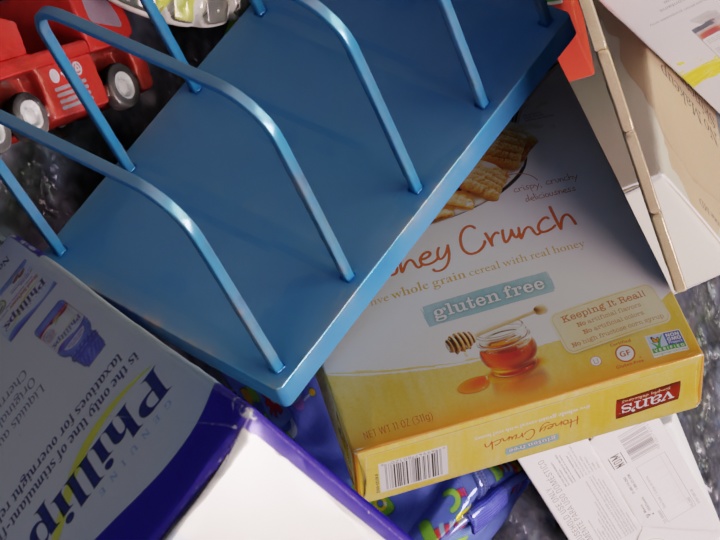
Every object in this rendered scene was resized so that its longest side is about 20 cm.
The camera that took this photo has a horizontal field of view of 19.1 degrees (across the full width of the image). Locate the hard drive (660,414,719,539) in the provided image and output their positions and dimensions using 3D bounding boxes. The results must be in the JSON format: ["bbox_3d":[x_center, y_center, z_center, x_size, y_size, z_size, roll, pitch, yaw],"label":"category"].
[{"bbox_3d":[0.164,0.112,1.101,0.132,0.025,0.201,-103,168,-56],"label":"hard drive"}]

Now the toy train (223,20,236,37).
[{"bbox_3d":[-0.015,-0.093,0.999,0.115,0.085,0.201,19,35,-5],"label":"toy train"}]

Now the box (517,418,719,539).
[{"bbox_3d":[0.084,0.039,0.973,0.117,0.060,0.200,56,6,-35],"label":"box"}]

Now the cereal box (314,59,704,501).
[{"bbox_3d":[0.038,-0.012,0.878,0.040,0.143,0.201,83,-11,-51],"label":"cereal box"}]

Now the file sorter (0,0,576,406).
[{"bbox_3d":[-0.037,-0.081,0.837,0.200,0.138,0.123,-52,145,-19],"label":"file sorter"}]

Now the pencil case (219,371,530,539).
[{"bbox_3d":[-0.013,0.047,0.944,0.078,0.087,0.200,-38,82,-25],"label":"pencil case"}]

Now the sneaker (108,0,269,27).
[{"bbox_3d":[-0.064,-0.154,0.963,0.199,0.084,0.075,-13,110,-43],"label":"sneaker"}]

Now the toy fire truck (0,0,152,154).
[{"bbox_3d":[-0.175,-0.110,0.863,0.200,0.048,0.142,-29,98,-56],"label":"toy fire truck"}]

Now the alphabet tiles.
[{"bbox_3d":[0.093,-0.106,0.881,0.167,0.007,0.202,-81,151,-73],"label":"alphabet tiles"}]

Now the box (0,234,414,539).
[{"bbox_3d":[-0.062,0.103,0.798,0.105,0.200,0.184,-52,127,-6],"label":"box"}]

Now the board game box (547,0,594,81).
[{"bbox_3d":[0.064,-0.187,1.008,0.200,0.040,0.155,40,39,-72],"label":"board game box"}]

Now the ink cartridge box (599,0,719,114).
[{"bbox_3d":[0.188,-0.181,1.151,0.200,0.083,0.146,33,41,-48],"label":"ink cartridge box"}]

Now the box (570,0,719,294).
[{"bbox_3d":[0.144,-0.086,1.174,0.095,0.077,0.201,43,34,-41],"label":"box"}]
